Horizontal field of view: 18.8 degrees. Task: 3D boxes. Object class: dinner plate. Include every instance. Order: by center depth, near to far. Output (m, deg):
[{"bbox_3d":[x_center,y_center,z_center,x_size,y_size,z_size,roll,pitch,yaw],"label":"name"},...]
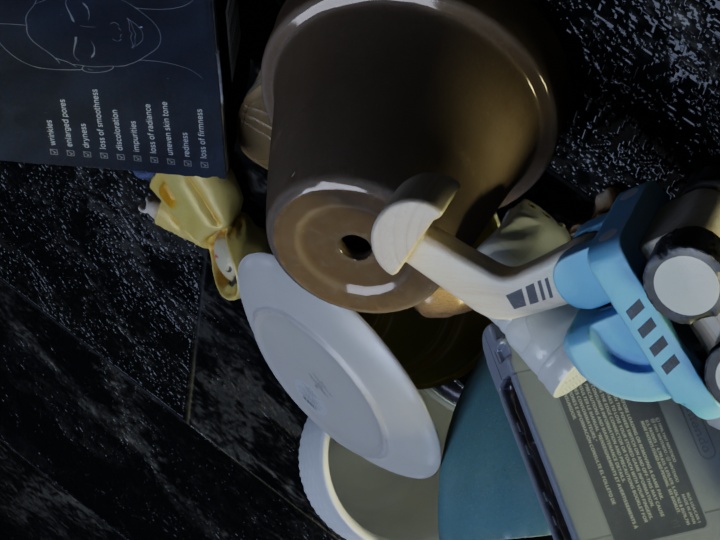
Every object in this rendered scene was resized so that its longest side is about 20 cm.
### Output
[{"bbox_3d":[-0.022,0.072,1.504,0.200,0.024,0.200,42,158,21],"label":"dinner plate"}]

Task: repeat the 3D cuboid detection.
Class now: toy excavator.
[{"bbox_3d":[0.127,0.010,1.209,0.200,0.100,0.195,-25,108,32],"label":"toy excavator"}]

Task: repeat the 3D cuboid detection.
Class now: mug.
[{"bbox_3d":[0.048,0.154,1.699,0.199,0.148,0.175,17,171,-10],"label":"mug"}]

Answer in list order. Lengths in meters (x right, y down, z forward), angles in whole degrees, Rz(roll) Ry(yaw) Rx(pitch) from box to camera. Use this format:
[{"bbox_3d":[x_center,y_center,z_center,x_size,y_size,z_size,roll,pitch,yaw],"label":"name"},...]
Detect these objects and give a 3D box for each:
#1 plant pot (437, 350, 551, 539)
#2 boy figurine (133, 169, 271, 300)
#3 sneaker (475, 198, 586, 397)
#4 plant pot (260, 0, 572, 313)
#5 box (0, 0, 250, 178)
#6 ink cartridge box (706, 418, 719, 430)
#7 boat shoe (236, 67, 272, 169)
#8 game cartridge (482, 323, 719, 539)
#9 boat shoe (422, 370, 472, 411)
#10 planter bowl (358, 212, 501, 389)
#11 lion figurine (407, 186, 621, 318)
[{"bbox_3d":[0.144,0.106,1.490,0.200,0.199,0.135,-13,84,56],"label":"plant pot"},{"bbox_3d":[-0.142,-0.060,1.733,0.200,0.064,0.124,51,147,-4],"label":"boy figurine"},{"bbox_3d":[0.143,-0.008,1.333,0.116,0.200,0.074,45,131,17],"label":"sneaker"},{"bbox_3d":[0.020,-0.071,1.350,0.199,0.175,0.201,10,137,9],"label":"plant pot"},{"bbox_3d":[-0.184,-0.178,1.498,0.196,0.124,0.200,4,139,4],"label":"box"},{"bbox_3d":[0.291,0.035,1.294,0.144,0.084,0.200,27,146,26],"label":"ink cartridge box"},{"bbox_3d":[-0.030,-0.140,1.491,0.074,0.069,0.200,28,144,-3],"label":"boat shoe"},{"bbox_3d":[0.169,0.113,1.377,0.042,0.133,0.201,122,135,-54],"label":"game cartridge"},{"bbox_3d":[0.055,0.033,1.597,0.200,0.072,0.065,48,155,6],"label":"boat shoe"},{"bbox_3d":[0.000,0.000,1.531,0.200,0.083,0.201,13,112,33],"label":"planter bowl"},{"bbox_3d":[0.088,0.003,1.426,0.122,0.199,0.073,-162,54,-73],"label":"lion figurine"}]
